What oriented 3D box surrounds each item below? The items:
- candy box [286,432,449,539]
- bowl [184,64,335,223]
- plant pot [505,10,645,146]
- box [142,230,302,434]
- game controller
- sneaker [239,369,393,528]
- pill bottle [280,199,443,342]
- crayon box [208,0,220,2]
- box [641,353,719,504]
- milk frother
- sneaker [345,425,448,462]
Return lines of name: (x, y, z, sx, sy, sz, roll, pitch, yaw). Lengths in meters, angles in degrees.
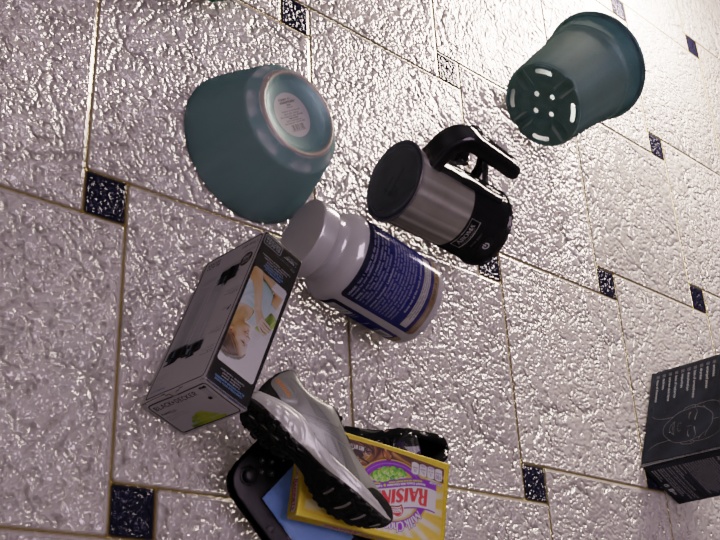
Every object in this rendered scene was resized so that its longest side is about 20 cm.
candy box: (0.013, 0.242, 1.100, 0.198, 0.026, 0.104, 21, 64, -28)
bowl: (-0.106, -0.171, 1.228, 0.199, 0.104, 0.204, 23, 56, -38)
plant pot: (0.363, -0.321, 1.728, 0.195, 0.199, 0.202, -37, 97, -40)
box: (-0.145, 0.066, 1.065, 0.060, 0.116, 0.202, 41, 45, -25)
game controller: (-0.060, 0.269, 1.082, 0.104, 0.042, 0.201, -40, 101, -28)
sneaker: (-0.032, 0.185, 1.028, 0.201, 0.074, 0.079, 49, 50, -7)
pill bottle: (0.000, 0.000, 1.243, 0.199, 0.115, 0.117, 31, 51, -32)
crayon box: (-0.210, -0.416, 1.208, 0.199, 0.057, 0.121, 10, 81, -65)
box: (0.590, 0.257, 1.656, 0.124, 0.195, 0.202, 41, 47, -22)
milk frother: (0.110, -0.137, 1.431, 0.187, 0.182, 0.200, 24, 12, -36)
sneaker: (0.023, 0.211, 1.182, 0.198, 0.087, 0.077, 5, 67, -44)
